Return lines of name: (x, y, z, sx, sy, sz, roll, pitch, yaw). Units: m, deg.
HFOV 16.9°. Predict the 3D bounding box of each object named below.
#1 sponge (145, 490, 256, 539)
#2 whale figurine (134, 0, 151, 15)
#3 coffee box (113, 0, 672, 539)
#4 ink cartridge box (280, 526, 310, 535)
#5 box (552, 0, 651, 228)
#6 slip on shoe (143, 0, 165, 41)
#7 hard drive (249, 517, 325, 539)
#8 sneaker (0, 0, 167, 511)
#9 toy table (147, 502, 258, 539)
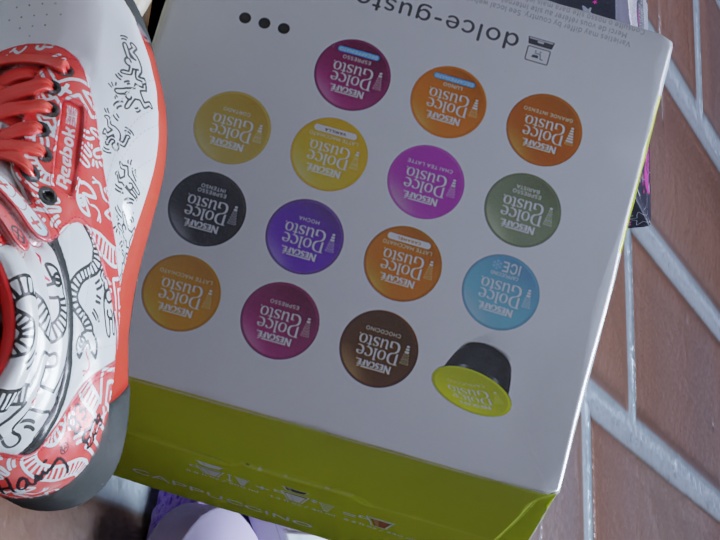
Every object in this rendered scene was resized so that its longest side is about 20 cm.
sponge: (-0.060, 0.165, 1.243, 0.200, 0.030, 0.112, 64, 27, -48)
whale figurine: (-0.164, -0.158, 0.915, 0.200, 0.104, 0.159, 45, 56, -30)
coffee box: (0.000, 0.000, 1.017, 0.200, 0.199, 0.198, 100, 7, -72)
ink cartridge box: (0.031, 0.047, 1.251, 0.200, 0.084, 0.147, -13, 102, -66)
box: (0.162, -0.143, 1.893, 0.132, 0.114, 0.201, 50, 40, -61)
slip on shoe: (-0.101, -0.114, 1.128, 0.200, 0.060, 0.076, -71, 151, -52)
hard drive: (-0.032, 0.065, 1.244, 0.132, 0.027, 0.201, -60, 142, -50)
sneaker: (-0.114, -0.029, 0.799, 0.108, 0.067, 0.202, 48, 41, -66)
toy table: (-0.036, 0.214, 1.109, 0.184, 0.117, 0.201, -31, 122, -56)
